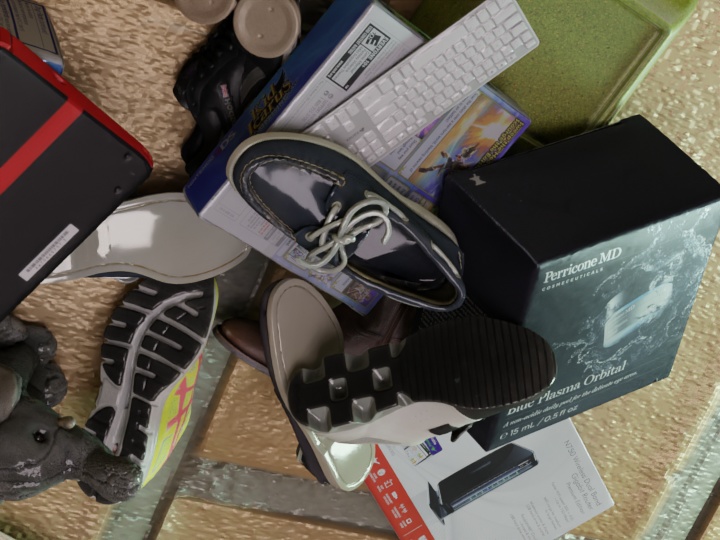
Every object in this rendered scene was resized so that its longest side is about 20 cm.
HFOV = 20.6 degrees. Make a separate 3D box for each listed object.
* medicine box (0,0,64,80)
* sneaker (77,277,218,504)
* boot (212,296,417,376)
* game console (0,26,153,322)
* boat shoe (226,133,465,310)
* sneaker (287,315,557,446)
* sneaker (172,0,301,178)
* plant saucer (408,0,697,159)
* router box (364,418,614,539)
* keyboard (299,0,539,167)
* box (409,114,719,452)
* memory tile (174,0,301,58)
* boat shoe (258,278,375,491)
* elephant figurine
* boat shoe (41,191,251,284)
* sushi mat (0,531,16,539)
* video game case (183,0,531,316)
[{"bbox_3d":[-0.334,-0.116,1.380,0.199,0.103,0.183,16,113,-24],"label":"medicine box"},{"bbox_3d":[-0.163,0.086,1.572,0.078,0.090,0.201,26,95,17],"label":"sneaker"},{"bbox_3d":[0.000,0.000,1.575,0.186,0.064,0.201,17,110,-26],"label":"boot"},{"bbox_3d":[-0.267,-0.057,1.360,0.200,0.031,0.177,-43,128,9],"label":"game console"},{"bbox_3d":[-0.006,-0.029,1.400,0.200,0.062,0.075,34,111,-31],"label":"boat shoe"},{"bbox_3d":[0.054,0.088,1.464,0.199,0.074,0.089,-9,153,17],"label":"sneaker"},{"bbox_3d":[-0.093,-0.148,1.456,0.087,0.076,0.201,0,118,-10],"label":"sneaker"},{"bbox_3d":[0.143,-0.171,1.527,0.200,0.048,0.200,27,108,-28],"label":"plant saucer"},{"bbox_3d":[0.099,0.165,1.702,0.179,0.049,0.200,-30,123,1],"label":"router box"},{"bbox_3d":[0.035,-0.125,1.415,0.200,0.011,0.056,-36,131,0],"label":"keyboard"},{"bbox_3d":[0.157,0.009,1.537,0.196,0.117,0.201,-19,138,-30],"label":"box"},{"bbox_3d":[-0.081,-0.264,1.381,0.153,0.017,0.201,28,112,7],"label":"memory tile"},{"bbox_3d":[-0.048,0.086,1.524,0.073,0.063,0.200,-45,132,-31],"label":"boat shoe"},{"bbox_3d":[-0.271,0.121,1.474,0.155,0.200,0.141,-43,122,10],"label":"elephant figurine"},{"bbox_3d":[-0.181,-0.024,1.501,0.199,0.062,0.075,-10,105,-22],"label":"boat shoe"},{"bbox_3d":[-0.328,0.240,1.605,0.200,0.012,0.096,35,104,-29],"label":"sushi mat"},{"bbox_3d":[-0.001,-0.086,1.460,0.181,0.045,0.200,32,104,-38],"label":"video game case"}]
